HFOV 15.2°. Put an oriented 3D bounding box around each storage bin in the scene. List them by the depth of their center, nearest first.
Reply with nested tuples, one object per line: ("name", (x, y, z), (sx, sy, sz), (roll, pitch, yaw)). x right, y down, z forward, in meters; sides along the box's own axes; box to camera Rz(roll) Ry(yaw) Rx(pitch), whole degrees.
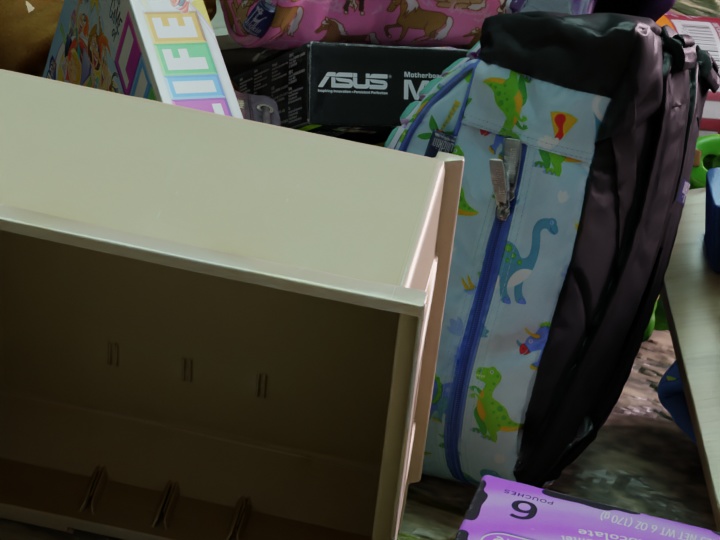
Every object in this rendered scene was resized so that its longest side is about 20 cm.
("storage bin", (-0.074, 0.038, 1.004), (0.199, 0.199, 0.094), (11, 41, 6))

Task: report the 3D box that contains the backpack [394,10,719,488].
("backpack", (0.068, -0.005, 1.145), (0.153, 0.202, 0.163), (3, 2, 15))

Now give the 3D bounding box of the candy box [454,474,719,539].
("candy box", (0.097, 0.162, 0.934), (0.167, 0.072, 0.200), (13, 24, 9))

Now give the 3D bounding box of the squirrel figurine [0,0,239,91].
("squirrel figurine", (-0.155, -0.077, 1.342), (0.199, 0.142, 0.187), (-12, 39, -12))

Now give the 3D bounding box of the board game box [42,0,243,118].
("board game box", (-0.088, -0.042, 1.147), (0.034, 0.135, 0.201), (-4, 55, -23))

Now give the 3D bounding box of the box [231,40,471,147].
("box", (0.041, -0.084, 1.391), (0.192, 0.048, 0.200), (3, -2, -14))

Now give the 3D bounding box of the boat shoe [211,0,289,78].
("boat shoe", (-0.123, -0.128, 1.503), (0.200, 0.060, 0.072), (0, 53, 24))

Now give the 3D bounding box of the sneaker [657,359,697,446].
("sneaker", (0.216, 0.079, 1.186), (0.199, 0.076, 0.105), (27, 48, 35))

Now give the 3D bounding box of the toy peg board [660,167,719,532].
("toy peg board", (0.235, 0.011, 1.129), (0.198, 0.098, 0.200), (-8, 52, -1))

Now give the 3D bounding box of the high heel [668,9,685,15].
("high heel", (0.108, -0.152, 1.641), (0.199, 0.068, 0.096), (14, 28, 18))

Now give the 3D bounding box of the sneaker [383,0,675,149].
("sneaker", (0.076, -0.074, 1.242), (0.074, 0.201, 0.087), (37, -17, -24))

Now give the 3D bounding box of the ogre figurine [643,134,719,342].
("ogre figurine", (0.137, -0.022, 1.288), (0.098, 0.200, 0.120), (44, -11, -6))

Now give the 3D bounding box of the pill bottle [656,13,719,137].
("pill bottle", (0.226, -0.077, 1.457), (0.198, 0.114, 0.113), (3, 25, -13))

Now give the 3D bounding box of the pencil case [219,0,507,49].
("pencil case", (0.027, -0.148, 1.358), (0.199, 0.083, 0.087), (1, 27, -25))

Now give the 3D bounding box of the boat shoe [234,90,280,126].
("boat shoe", (-0.043, -0.013, 1.190), (0.064, 0.072, 0.201), (-7, 44, -14))
